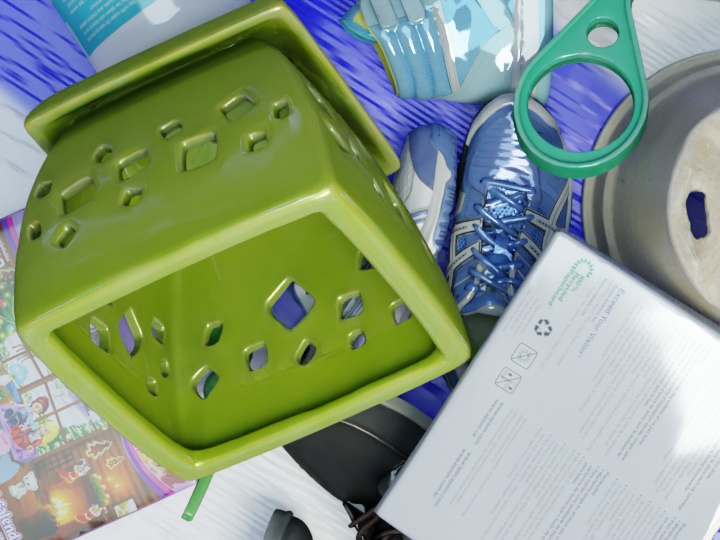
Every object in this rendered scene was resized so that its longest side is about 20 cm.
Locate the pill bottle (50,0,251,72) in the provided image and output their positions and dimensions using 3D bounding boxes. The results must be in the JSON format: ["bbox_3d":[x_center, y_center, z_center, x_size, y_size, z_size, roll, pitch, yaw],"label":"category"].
[{"bbox_3d":[-0.139,-0.189,1.377,0.110,0.111,0.201,-33,90,2],"label":"pill bottle"}]

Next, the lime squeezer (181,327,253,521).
[{"bbox_3d":[-0.097,0.057,1.397,0.038,0.070,0.201,-41,55,40],"label":"lime squeezer"}]

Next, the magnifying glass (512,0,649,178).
[{"bbox_3d":[0.146,-0.146,1.355,0.079,0.022,0.201,14,68,13],"label":"magnifying glass"}]

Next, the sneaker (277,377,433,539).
[{"bbox_3d":[0.022,0.151,1.356,0.200,0.107,0.075,36,136,-17],"label":"sneaker"}]

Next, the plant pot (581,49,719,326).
[{"bbox_3d":[0.235,-0.036,1.337,0.199,0.183,0.202,0,92,1],"label":"plant pot"}]

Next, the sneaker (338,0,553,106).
[{"bbox_3d":[0.050,-0.196,1.390,0.130,0.080,0.201,-2,91,0],"label":"sneaker"}]

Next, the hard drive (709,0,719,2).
[{"bbox_3d":[0.214,-0.270,1.410,0.131,0.025,0.201,7,92,1],"label":"hard drive"}]

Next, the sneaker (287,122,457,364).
[{"bbox_3d":[0.000,0.000,1.397,0.088,0.075,0.201,18,91,1],"label":"sneaker"}]

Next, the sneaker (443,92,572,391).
[{"bbox_3d":[0.090,-0.006,1.379,0.075,0.077,0.201,4,102,2],"label":"sneaker"}]

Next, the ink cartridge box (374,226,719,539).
[{"bbox_3d":[0.142,0.110,1.291,0.199,0.041,0.200,34,101,4],"label":"ink cartridge box"}]

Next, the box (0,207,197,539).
[{"bbox_3d":[-0.201,0.067,1.420,0.136,0.039,0.201,-24,91,1],"label":"box"}]

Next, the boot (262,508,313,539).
[{"bbox_3d":[0.025,0.244,1.406,0.199,0.066,0.166,11,99,4],"label":"boot"}]

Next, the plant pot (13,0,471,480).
[{"bbox_3d":[-0.073,-0.027,1.294,0.199,0.199,0.182,-23,52,14],"label":"plant pot"}]
